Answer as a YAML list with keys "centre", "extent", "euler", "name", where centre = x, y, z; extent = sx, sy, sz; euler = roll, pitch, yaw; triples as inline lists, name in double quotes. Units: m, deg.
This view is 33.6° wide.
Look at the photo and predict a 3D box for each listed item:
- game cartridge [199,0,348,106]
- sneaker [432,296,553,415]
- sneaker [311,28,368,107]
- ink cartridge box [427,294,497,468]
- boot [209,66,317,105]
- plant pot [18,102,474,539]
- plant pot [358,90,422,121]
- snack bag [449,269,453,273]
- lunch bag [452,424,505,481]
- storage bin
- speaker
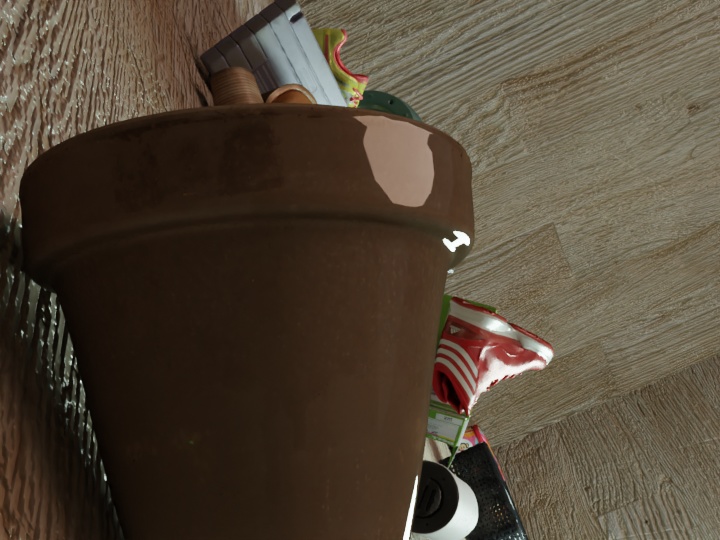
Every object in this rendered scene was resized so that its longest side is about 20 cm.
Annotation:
- centre: [-0.094, -0.208, 1.375]
  extent: [0.038, 0.130, 0.200]
  euler: [52, -6, 40]
  name: "game cartridge"
- centre: [0.136, 0.107, 1.332]
  extent: [0.078, 0.116, 0.200]
  euler: [24, -3, 42]
  name: "sneaker"
- centre: [-0.028, -0.213, 1.505]
  extent: [0.078, 0.090, 0.200]
  euler: [-90, 164, -77]
  name: "sneaker"
- centre: [0.103, 0.143, 1.458]
  extent: [0.200, 0.076, 0.148]
  euler: [97, 10, -61]
  name: "ink cartridge box"
- centre: [-0.090, -0.124, 1.285]
  extent: [0.200, 0.074, 0.155]
  euler: [5, 65, -63]
  name: "boot"
- centre: [-0.042, 0.042, 0.513]
  extent: [0.200, 0.200, 0.175]
  euler: [51, 33, -74]
  name: "plant pot"
- centre: [0.014, -0.161, 1.706]
  extent: [0.161, 0.200, 0.201]
  euler: [88, -16, -58]
  name: "plant pot"
- centre: [-0.009, -0.062, 1.372]
  extent: [0.200, 0.021, 0.189]
  euler: [16, 17, -47]
  name: "snack bag"
- centre: [0.256, 0.435, 2.534]
  extent: [0.176, 0.082, 0.200]
  euler: [65, 4, -74]
  name: "lunch bag"
- centre: [0.222, 0.419, 2.089]
  extent: [0.135, 0.094, 0.200]
  euler: [61, 8, -50]
  name: "storage bin"
- centre: [0.086, 0.266, 1.360]
  extent: [0.200, 0.081, 0.081]
  euler: [52, 16, -71]
  name: "speaker"
